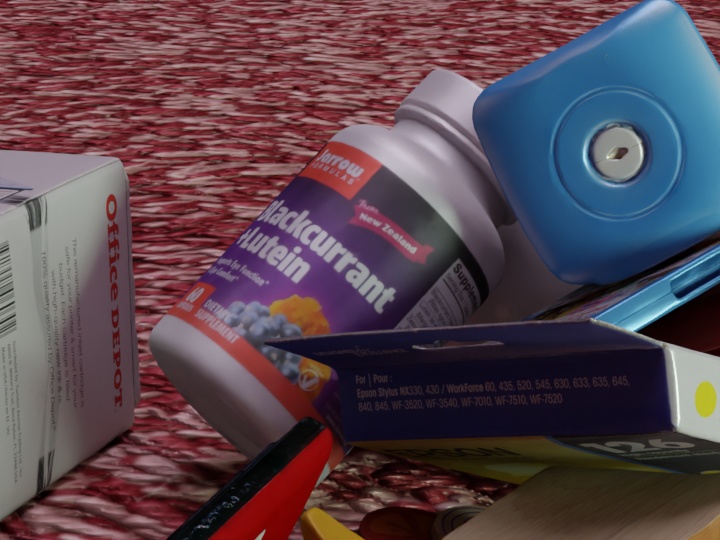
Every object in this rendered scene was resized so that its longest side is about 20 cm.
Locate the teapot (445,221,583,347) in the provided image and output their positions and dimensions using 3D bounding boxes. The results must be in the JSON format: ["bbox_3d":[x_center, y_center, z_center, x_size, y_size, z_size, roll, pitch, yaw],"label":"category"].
[{"bbox_3d":[0.121,-0.030,1.343,0.196,0.147,0.200,-8,-2,29],"label":"teapot"}]

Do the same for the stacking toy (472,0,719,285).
[{"bbox_3d":[0.134,-0.071,1.212,0.116,0.110,0.200,-28,5,15],"label":"stacking toy"}]

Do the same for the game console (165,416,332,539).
[{"bbox_3d":[-0.120,0.128,0.951,0.118,0.173,0.200,31,24,9],"label":"game console"}]

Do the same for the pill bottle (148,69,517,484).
[{"bbox_3d":[0.000,0.000,1.213,0.200,0.112,0.111,-48,34,-14],"label":"pill bottle"}]

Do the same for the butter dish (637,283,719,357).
[{"bbox_3d":[0.249,0.042,1.186,0.199,0.149,0.200,-28,3,-29],"label":"butter dish"}]

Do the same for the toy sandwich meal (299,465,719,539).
[{"bbox_3d":[0.065,0.121,1.042,0.203,0.071,0.205,0,17,0],"label":"toy sandwich meal"}]

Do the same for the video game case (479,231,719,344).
[{"bbox_3d":[0.147,0.001,1.172,0.199,0.018,0.143,-28,3,-25],"label":"video game case"}]

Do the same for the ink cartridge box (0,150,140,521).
[{"bbox_3d":[-0.189,0.034,1.200,0.085,0.148,0.200,4,16,20],"label":"ink cartridge box"}]

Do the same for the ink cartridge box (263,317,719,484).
[{"bbox_3d":[0.092,0.063,1.078,0.199,0.047,0.197,13,-13,-42],"label":"ink cartridge box"}]
